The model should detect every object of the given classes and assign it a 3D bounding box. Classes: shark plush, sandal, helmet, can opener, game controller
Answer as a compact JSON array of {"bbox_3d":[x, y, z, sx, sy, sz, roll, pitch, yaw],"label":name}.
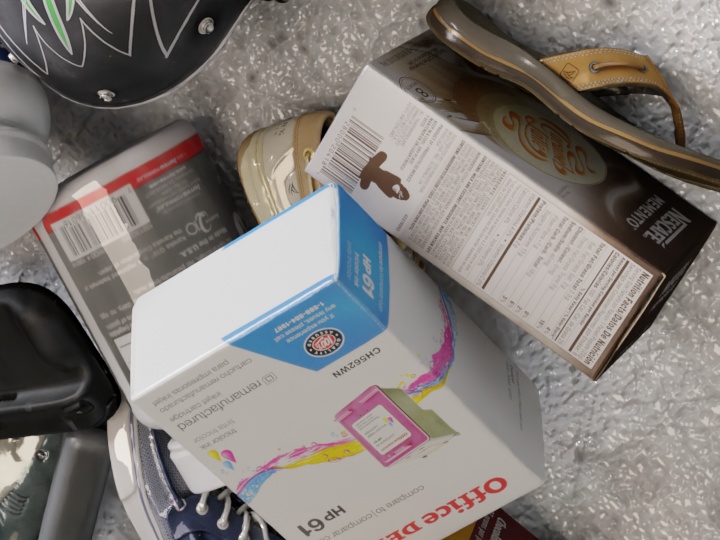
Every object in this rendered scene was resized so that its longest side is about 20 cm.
[{"bbox_3d":[-0.219,0.186,1.823,0.083,0.091,0.201,-6,103,-4],"label":"shark plush"},{"bbox_3d":[0.129,-0.105,1.553,0.200,0.082,0.055,35,98,18],"label":"sandal"},{"bbox_3d":[-0.133,-0.197,1.564,0.199,0.191,0.201,9,111,23],"label":"helmet"},{"bbox_3d":[-0.177,0.177,1.785,0.066,0.053,0.201,7,118,-7],"label":"can opener"},{"bbox_3d":[-0.238,0.059,1.736,0.199,0.042,0.105,-8,114,38],"label":"game controller"}]

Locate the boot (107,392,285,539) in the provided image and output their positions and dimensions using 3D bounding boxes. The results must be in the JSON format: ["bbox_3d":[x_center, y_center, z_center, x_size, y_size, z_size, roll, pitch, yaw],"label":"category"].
[{"bbox_3d":[-0.087,0.154,1.750,0.090,0.073,0.201,-10,112,21],"label":"boot"}]

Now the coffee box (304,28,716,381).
[{"bbox_3d":[0.085,-0.040,1.564,0.200,0.114,0.080,36,116,8],"label":"coffee box"}]

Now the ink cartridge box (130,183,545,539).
[{"bbox_3d":[-0.010,0.069,1.563,0.144,0.085,0.200,-30,127,22],"label":"ink cartridge box"}]

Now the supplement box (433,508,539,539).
[{"bbox_3d":[0.061,0.274,1.657,0.197,0.133,0.200,39,121,-7],"label":"supplement box"}]

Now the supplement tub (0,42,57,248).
[{"bbox_3d":[-0.263,-0.114,1.622,0.144,0.144,0.200,-39,63,31],"label":"supplement tub"}]

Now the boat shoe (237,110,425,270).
[{"bbox_3d":[0.000,0.000,1.642,0.069,0.074,0.200,-25,96,36],"label":"boat shoe"}]

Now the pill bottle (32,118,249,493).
[{"bbox_3d":[-0.105,0.022,1.677,0.114,0.114,0.200,-24,97,30],"label":"pill bottle"}]
